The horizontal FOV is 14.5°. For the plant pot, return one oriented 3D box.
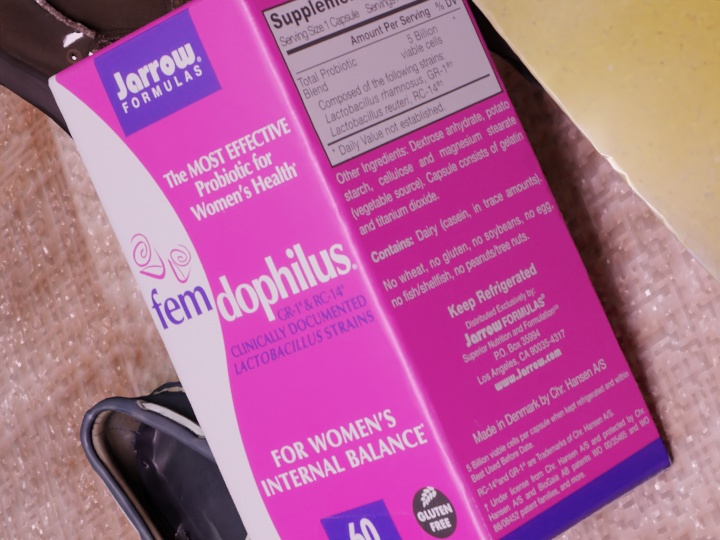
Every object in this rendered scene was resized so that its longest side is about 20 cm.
[{"bbox_3d":[0.129,-0.079,0.790,0.142,0.200,0.200,-41,57,9],"label":"plant pot"}]

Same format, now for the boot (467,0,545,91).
[{"bbox_3d":[0.001,-0.159,0.955,0.174,0.069,0.200,19,141,48],"label":"boot"}]

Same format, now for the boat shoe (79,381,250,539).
[{"bbox_3d":[-0.032,0.110,1.020,0.200,0.062,0.075,51,121,34],"label":"boat shoe"}]

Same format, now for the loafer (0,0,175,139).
[{"bbox_3d":[-0.103,-0.096,1.035,0.071,0.200,0.073,-43,31,9],"label":"loafer"}]

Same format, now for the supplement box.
[{"bbox_3d":[0.000,0.000,0.920,0.101,0.103,0.200,-23,91,44],"label":"supplement box"}]
